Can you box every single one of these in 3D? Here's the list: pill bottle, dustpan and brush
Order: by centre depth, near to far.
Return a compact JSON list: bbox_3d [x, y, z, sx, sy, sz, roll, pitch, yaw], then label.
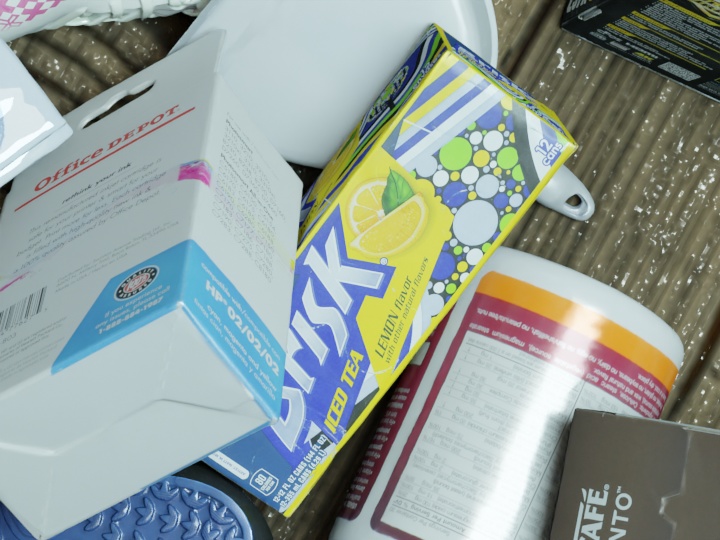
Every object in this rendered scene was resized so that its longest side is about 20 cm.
[{"bbox_3d":[0.052,0.099,0.959,0.109,0.110,0.201,26,82,-10],"label":"pill bottle"},{"bbox_3d":[0.028,-0.078,0.989,0.200,0.057,0.140,38,107,-11],"label":"dustpan and brush"}]

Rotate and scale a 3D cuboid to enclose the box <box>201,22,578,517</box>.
[{"bbox_3d":[0.000,0.000,0.942,0.070,0.064,0.200,35,101,-12],"label":"box"}]

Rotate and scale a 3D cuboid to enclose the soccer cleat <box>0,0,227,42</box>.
[{"bbox_3d":[-0.089,-0.134,0.964,0.200,0.070,0.087,-34,110,-8],"label":"soccer cleat"}]

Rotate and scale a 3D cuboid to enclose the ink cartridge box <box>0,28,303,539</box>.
[{"bbox_3d":[-0.088,-0.001,0.898,0.115,0.200,0.068,-27,120,20],"label":"ink cartridge box"}]

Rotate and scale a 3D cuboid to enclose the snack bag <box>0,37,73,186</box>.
[{"bbox_3d":[-0.244,-0.066,0.879,0.200,0.021,0.189,-41,97,-14],"label":"snack bag"}]

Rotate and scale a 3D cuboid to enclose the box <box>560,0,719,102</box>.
[{"bbox_3d":[0.202,-0.097,0.979,0.199,0.160,0.050,23,81,-9],"label":"box"}]

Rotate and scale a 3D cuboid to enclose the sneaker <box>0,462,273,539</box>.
[{"bbox_3d":[-0.130,0.093,0.946,0.199,0.078,0.070,22,84,11],"label":"sneaker"}]

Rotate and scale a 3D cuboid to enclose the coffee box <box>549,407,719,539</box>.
[{"bbox_3d":[0.158,0.131,0.940,0.200,0.080,0.114,22,79,-54],"label":"coffee box"}]
